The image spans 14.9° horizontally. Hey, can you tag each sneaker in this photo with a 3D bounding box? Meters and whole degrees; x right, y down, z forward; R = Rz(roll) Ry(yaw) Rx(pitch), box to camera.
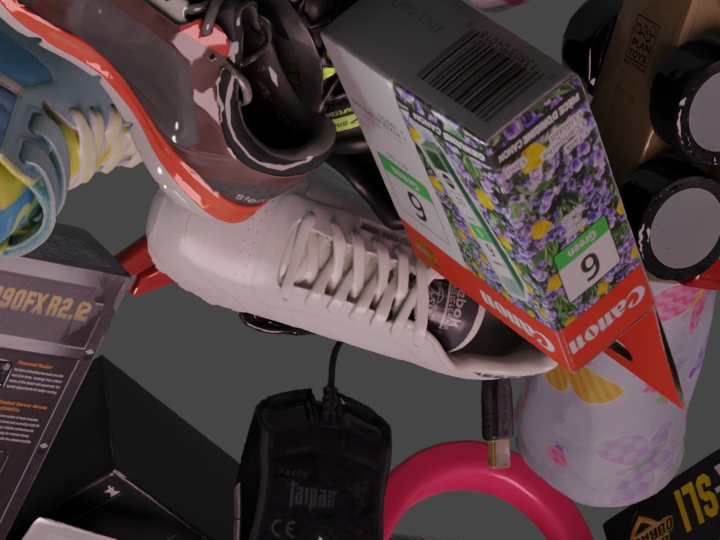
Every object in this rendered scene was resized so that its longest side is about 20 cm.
[{"bbox_3d":[-0.119,-0.048,1.134,0.199,0.131,0.080,10,133,-22],"label":"sneaker"},{"bbox_3d":[-0.004,-0.093,1.144,0.070,0.083,0.200,-19,136,10],"label":"sneaker"},{"bbox_3d":[-0.079,-0.109,1.083,0.082,0.077,0.200,-19,123,42],"label":"sneaker"},{"bbox_3d":[0.000,0.000,1.226,0.199,0.080,0.077,16,96,-28],"label":"sneaker"}]

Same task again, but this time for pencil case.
[{"bbox_3d":[0.127,0.020,1.289,0.091,0.083,0.201,-34,148,-32],"label":"pencil case"}]

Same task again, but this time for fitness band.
[{"bbox_3d":[0.047,0.177,1.361,0.143,0.201,0.037,30,147,-1],"label":"fitness band"}]

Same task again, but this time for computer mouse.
[{"bbox_3d":[0.004,0.101,1.303,0.139,0.202,0.046,3,169,-18],"label":"computer mouse"}]

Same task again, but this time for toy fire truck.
[{"bbox_3d":[0.198,-0.071,1.151,0.199,0.129,0.177,8,107,-31],"label":"toy fire truck"}]

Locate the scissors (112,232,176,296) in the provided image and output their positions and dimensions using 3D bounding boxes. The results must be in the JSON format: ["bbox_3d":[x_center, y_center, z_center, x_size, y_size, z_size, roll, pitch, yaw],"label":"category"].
[{"bbox_3d":[-0.110,0.009,1.282,0.200,0.014,0.073,-35,134,22],"label":"scissors"}]

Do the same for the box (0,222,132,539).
[{"bbox_3d":[-0.214,0.045,1.190,0.199,0.048,0.159,11,112,-46],"label":"box"}]

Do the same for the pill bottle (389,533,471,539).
[{"bbox_3d":[0.038,0.199,1.435,0.199,0.120,0.120,6,135,-17],"label":"pill bottle"}]

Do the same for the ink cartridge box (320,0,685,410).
[{"bbox_3d":[0.061,-0.018,1.113,0.050,0.109,0.201,-38,135,-15],"label":"ink cartridge box"}]

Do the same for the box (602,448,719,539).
[{"bbox_3d":[0.242,0.105,1.372,0.159,0.050,0.200,5,149,-40],"label":"box"}]

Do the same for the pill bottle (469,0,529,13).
[{"bbox_3d":[0.112,-0.189,1.044,0.199,0.114,0.113,-25,135,14],"label":"pill bottle"}]

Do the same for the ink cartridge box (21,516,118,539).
[{"bbox_3d":[-0.138,0.191,1.342,0.159,0.047,0.200,19,123,-29],"label":"ink cartridge box"}]

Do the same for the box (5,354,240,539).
[{"bbox_3d":[-0.161,0.145,1.369,0.199,0.079,0.141,-29,138,19],"label":"box"}]
